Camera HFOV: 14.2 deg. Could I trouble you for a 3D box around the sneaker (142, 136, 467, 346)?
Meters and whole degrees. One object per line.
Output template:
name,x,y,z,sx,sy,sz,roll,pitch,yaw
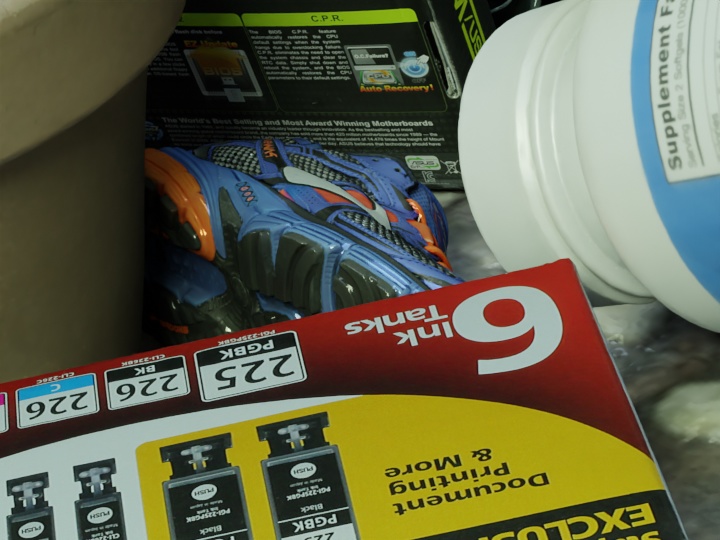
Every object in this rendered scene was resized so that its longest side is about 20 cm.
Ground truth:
sneaker,0.000,0.000,0.831,0.078,0.075,0.200,-23,34,-26

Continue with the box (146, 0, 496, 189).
box,-0.067,-0.104,0.905,0.200,0.193,0.048,2,48,22

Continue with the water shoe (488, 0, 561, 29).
water shoe,0.036,-0.102,0.987,0.200,0.072,0.079,-14,28,-6

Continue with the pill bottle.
pill bottle,0.124,-0.042,0.709,0.200,0.112,0.112,-11,22,46

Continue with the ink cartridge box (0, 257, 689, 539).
ink cartridge box,-0.024,0.093,0.669,0.200,0.084,0.176,-13,31,-3

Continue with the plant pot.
plant pot,-0.135,-0.020,0.804,0.200,0.175,0.200,-8,30,5
